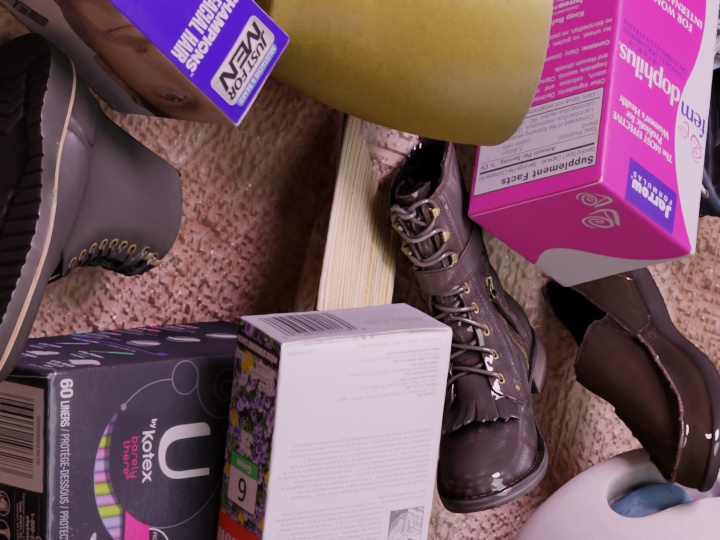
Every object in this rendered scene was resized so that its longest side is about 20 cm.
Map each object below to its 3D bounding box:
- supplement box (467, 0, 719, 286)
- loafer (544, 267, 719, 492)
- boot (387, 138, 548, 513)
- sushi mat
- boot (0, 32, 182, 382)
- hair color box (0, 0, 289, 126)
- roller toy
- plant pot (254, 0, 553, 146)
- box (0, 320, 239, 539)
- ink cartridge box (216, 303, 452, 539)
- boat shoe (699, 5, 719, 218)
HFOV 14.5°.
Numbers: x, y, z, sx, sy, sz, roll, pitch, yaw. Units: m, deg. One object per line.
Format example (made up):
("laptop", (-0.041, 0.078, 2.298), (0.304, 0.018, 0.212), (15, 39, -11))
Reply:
("supplement box", (0.141, -0.106, 1.695), (0.101, 0.103, 0.200), (33, 56, -41))
("loafer", (0.166, 0.066, 1.747), (0.071, 0.200, 0.073), (-4, 126, -18))
("boot", (0.053, 0.027, 1.664), (0.200, 0.069, 0.174), (-82, 153, -56))
("sushi mat", (0.000, 0.000, 1.602), (0.200, 0.012, 0.096), (-82, 153, -53))
("boot", (-0.149, -0.006, 1.477), (0.138, 0.077, 0.200), (41, 52, -43))
("hair color box", (-0.141, -0.158, 1.463), (0.200, 0.109, 0.065), (42, 69, -38))
("roller toy", (0.180, 0.209, 1.770), (0.182, 0.140, 0.200), (-42, 140, 2))
("plant pot", (0.005, -0.167, 1.563), (0.142, 0.200, 0.200), (-2, 99, -17))
("box", (-0.118, 0.098, 1.526), (0.200, 0.106, 0.122), (-5, 100, -42))
("ink cartridge box", (-0.018, 0.122, 1.503), (0.109, 0.050, 0.200), (-4, 109, -34))
("boat shoe", (0.215, -0.131, 1.825), (0.075, 0.062, 0.200), (-11, 104, -39))
